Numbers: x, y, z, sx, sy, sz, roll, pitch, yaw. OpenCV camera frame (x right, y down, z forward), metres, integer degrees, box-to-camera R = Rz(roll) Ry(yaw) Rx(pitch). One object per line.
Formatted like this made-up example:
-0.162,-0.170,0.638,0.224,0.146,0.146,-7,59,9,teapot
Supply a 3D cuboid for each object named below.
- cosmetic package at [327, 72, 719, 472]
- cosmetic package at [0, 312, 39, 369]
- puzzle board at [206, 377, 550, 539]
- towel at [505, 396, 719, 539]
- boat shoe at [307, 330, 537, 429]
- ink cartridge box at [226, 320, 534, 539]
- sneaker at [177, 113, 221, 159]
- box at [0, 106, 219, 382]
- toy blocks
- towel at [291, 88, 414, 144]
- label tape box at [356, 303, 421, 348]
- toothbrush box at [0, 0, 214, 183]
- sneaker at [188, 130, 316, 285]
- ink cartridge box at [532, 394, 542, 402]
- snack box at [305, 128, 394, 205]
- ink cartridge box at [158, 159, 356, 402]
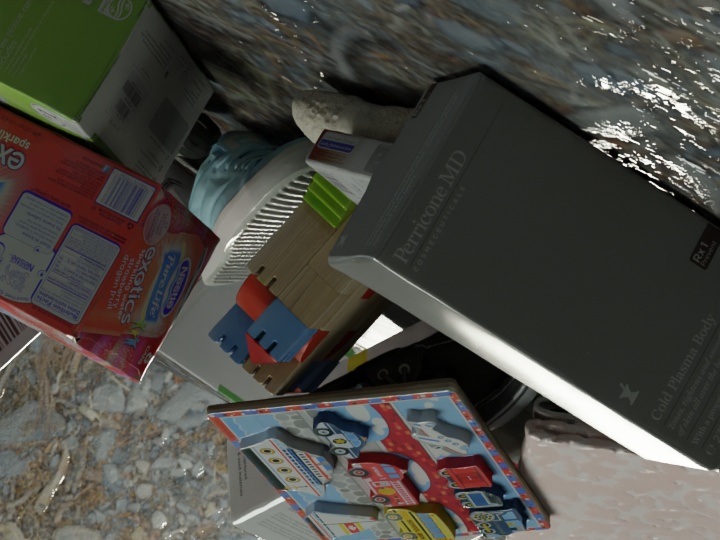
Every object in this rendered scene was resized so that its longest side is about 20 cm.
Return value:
0.098,0.002,1.081,0.200,0.107,0.090,30,172,-16,cosmetic package
-0.309,-0.022,1.501,0.200,0.165,0.165,3,131,48,cosmetic package
0.015,0.122,1.360,0.150,0.017,0.200,-8,148,19,puzzle board
0.193,0.141,1.402,0.200,0.032,0.191,10,152,6,towel
0.021,0.078,1.367,0.200,0.070,0.066,-21,174,32,boat shoe
0.033,0.119,1.499,0.200,0.084,0.145,-28,139,30,ink cartridge box
-0.163,-0.094,1.470,0.200,0.079,0.074,18,163,49,sneaker
-0.197,-0.028,1.314,0.200,0.103,0.095,25,171,24,box
-0.025,0.013,1.308,0.100,0.137,0.200,43,-173,11,toy blocks
0.067,-0.034,1.220,0.200,0.035,0.132,37,167,-34,towel
0.000,0.000,1.519,0.144,0.063,0.200,20,167,46,label tape box
-0.204,-0.137,1.335,0.200,0.086,0.146,28,171,17,toothbrush box
-0.071,-0.055,1.423,0.200,0.074,0.082,-41,68,60,sneaker
0.171,0.080,1.427,0.104,0.059,0.200,15,164,49,ink cartridge box
0.060,-0.008,1.192,0.200,0.024,0.072,38,167,-36,snack box
-0.111,0.006,1.640,0.146,0.084,0.200,38,-172,-39,ink cartridge box
